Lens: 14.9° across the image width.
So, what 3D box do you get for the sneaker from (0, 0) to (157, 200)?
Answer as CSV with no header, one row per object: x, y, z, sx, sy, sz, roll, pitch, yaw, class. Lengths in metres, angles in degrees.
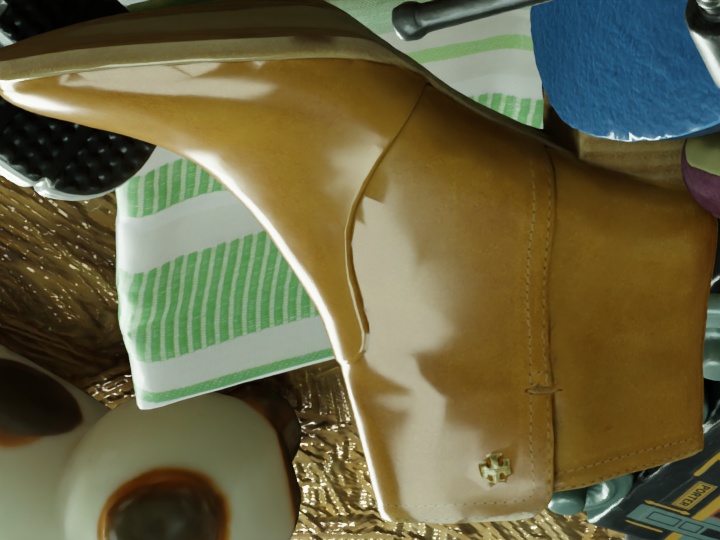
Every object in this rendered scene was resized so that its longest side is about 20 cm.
-0.144,-0.093,0.764,0.200,0.074,0.080,48,161,-19,sneaker

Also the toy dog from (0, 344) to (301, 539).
-0.117,0.090,1.111,0.199,0.139,0.195,5,107,26,toy dog

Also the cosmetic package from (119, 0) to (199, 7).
-0.113,-0.159,0.785,0.101,0.072,0.200,1,142,28,cosmetic package

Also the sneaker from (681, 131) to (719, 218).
0.152,0.011,0.771,0.199,0.091,0.075,15,-172,-44,sneaker

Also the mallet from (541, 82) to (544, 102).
0.054,-0.111,0.778,0.041,0.066,0.201,-21,114,-1,mallet

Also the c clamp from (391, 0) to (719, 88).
0.129,-0.017,0.616,0.170,0.027,0.200,-14,133,30,c clamp

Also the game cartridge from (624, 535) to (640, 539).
0.215,0.134,1.054,0.199,0.041,0.134,-3,136,33,game cartridge

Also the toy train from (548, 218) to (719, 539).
0.124,0.030,0.920,0.113,0.086,0.200,16,146,-17,toy train

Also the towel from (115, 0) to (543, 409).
-0.005,-0.030,0.881,0.152,0.023,0.200,-14,148,-14,towel

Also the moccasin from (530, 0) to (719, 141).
0.116,-0.076,0.630,0.068,0.081,0.200,-10,173,-34,moccasin

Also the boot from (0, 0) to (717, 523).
0.000,0.000,0.748,0.200,0.071,0.145,-2,105,-7,boot
